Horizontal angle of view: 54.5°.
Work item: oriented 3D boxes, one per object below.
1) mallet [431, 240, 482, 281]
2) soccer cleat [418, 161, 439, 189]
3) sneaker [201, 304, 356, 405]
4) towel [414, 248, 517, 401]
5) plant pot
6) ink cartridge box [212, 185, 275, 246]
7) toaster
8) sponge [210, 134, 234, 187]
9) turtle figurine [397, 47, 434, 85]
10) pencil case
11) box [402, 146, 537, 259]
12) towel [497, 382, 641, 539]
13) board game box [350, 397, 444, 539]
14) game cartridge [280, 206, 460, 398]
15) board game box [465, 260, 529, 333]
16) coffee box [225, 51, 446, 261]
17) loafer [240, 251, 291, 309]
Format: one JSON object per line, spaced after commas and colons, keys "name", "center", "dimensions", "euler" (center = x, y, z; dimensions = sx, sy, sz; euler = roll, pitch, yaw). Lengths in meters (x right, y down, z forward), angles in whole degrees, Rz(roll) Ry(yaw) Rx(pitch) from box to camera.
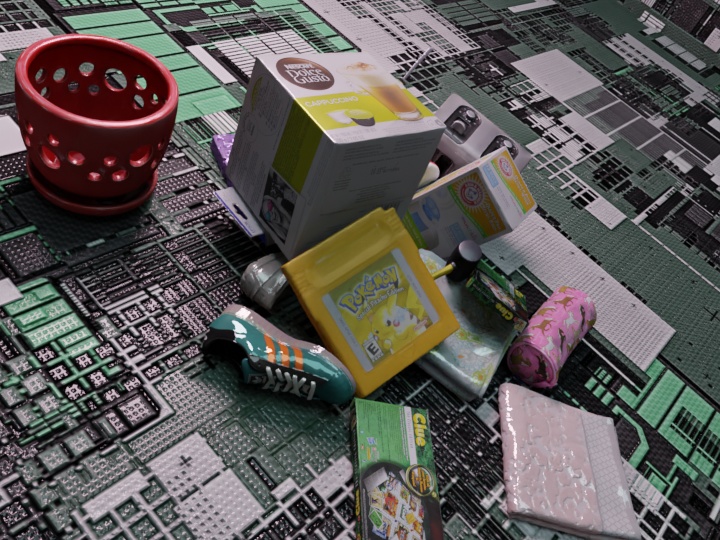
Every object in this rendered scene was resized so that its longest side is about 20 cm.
{"name": "mallet", "center": [0.093, 0.011, 0.986], "dimensions": [0.199, 0.066, 0.041], "euler": [-22, 68, -35]}
{"name": "soccer cleat", "center": [0.032, -0.127, 1.128], "dimensions": [0.198, 0.069, 0.086], "euler": [-9, 52, 17]}
{"name": "sneaker", "center": [-0.105, 0.122, 0.865], "dimensions": [0.199, 0.072, 0.080], "euler": [27, 44, 8]}
{"name": "towel", "center": [0.126, 0.076, 1.027], "dimensions": [0.199, 0.048, 0.171], "euler": [37, 46, 3]}
{"name": "plant pot", "center": [-0.361, -0.188, 0.947], "dimensions": [0.199, 0.183, 0.201], "euler": [15, 43, -15]}
{"name": "ink cartridge box", "center": [-0.120, -0.097, 1.051], "dimensions": [0.199, 0.039, 0.100], "euler": [-22, 62, -42]}
{"name": "toaster", "center": [0.164, -0.173, 1.219], "dimensions": [0.181, 0.200, 0.119], "euler": [40, 45, 2]}
{"name": "sponge", "center": [-0.160, -0.145, 1.127], "dimensions": [0.111, 0.030, 0.201], "euler": [-6, 53, -31]}
{"name": "turtle figurine", "center": [0.027, -0.307, 1.308], "dimensions": [0.193, 0.202, 0.144], "euler": [-15, 22, -33]}
{"name": "pencil case", "center": [0.301, 0.101, 1.087], "dimensions": [0.082, 0.087, 0.200], "euler": [24, 39, 25]}
{"name": "box", "center": [0.155, -0.095, 1.094], "dimensions": [0.101, 0.199, 0.113], "euler": [-37, 100, -46]}
{"name": "towel", "center": [0.279, 0.261, 0.954], "dimensions": [0.190, 0.032, 0.201], "euler": [18, 42, -10]}
{"name": "board game box", "center": [0.042, 0.250, 0.833], "dimensions": [0.104, 0.024, 0.201], "euler": [12, 45, -16]}
{"name": "game cartridge", "center": [0.017, 0.037, 0.925], "dimensions": [0.176, 0.032, 0.201], "euler": [-33, 98, -19]}
{"name": "board game box", "center": [0.211, 0.034, 1.076], "dimensions": [0.105, 0.024, 0.200], "euler": [38, 14, 4]}
{"name": "coffee box", "center": [-0.043, -0.167, 0.980], "dimensions": [0.199, 0.201, 0.198], "euler": [-15, 54, -38]}
{"name": "loafer", "center": [-0.082, -0.005, 1.005], "dimensions": [0.070, 0.070, 0.199], "euler": [47, 52, 13]}
